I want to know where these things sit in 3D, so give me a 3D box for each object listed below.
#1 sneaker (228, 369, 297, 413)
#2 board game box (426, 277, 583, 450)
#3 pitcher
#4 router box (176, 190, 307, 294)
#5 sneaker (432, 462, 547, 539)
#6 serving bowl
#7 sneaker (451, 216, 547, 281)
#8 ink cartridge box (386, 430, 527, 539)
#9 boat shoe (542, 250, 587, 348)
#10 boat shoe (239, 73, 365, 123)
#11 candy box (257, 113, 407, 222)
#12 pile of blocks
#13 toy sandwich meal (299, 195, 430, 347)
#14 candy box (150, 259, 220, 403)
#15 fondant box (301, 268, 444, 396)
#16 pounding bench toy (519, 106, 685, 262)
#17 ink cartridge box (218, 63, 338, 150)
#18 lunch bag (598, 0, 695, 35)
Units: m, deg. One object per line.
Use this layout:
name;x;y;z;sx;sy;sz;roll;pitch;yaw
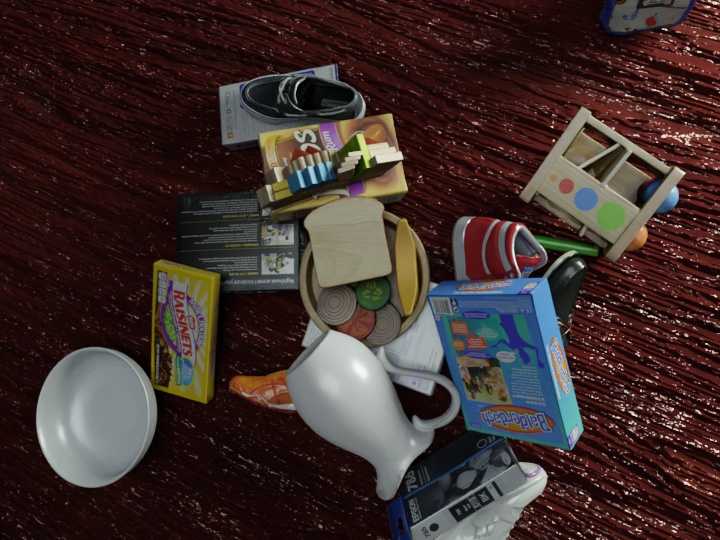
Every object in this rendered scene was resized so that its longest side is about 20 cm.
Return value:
sneaker;-0.092;0.169;0.842;0.195;0.073;0.079;6;74;4
board game box;0.176;0.111;0.714;0.150;0.045;0.204;-2;112;46
pitcher;0.017;0.160;0.745;0.172;0.121;0.200;-44;95;-4
router box;-0.180;-0.042;0.881;0.195;0.051;0.153;-1;84;10
sneaker;0.169;0.331;0.772;0.198;0.075;0.100;-36;98;6
serving bowl;-0.393;0.219;0.891;0.195;0.066;0.205;-1;85;13
sneaker;0.183;0.031;0.745;0.111;0.071;0.205;6;114;48
ink cartridge box;0.113;0.284;0.763;0.198;0.100;0.039;-35;111;6
boat shoe;0.241;0.072;0.732;0.063;0.072;0.205;45;131;42
boat shoe;-0.092;-0.252;0.843;0.196;0.068;0.073;13;87;13
candy box;-0.040;-0.146;0.833;0.195;0.056;0.120;-11;82;-8
pile of blocks;-0.046;-0.143;0.761;0.196;0.082;0.063;-19;85;-9
toy sandwich meal;0.000;0.000;0.770;0.200;0.070;0.211;-1;85;11
candy box;-0.263;0.092;0.865;0.100;0.026;0.205;11;108;11
fondant box;0.032;0.071;0.824;0.196;0.058;0.147;19;88;12
pounding bench toy;0.288;-0.074;0.748;0.155;0.124;0.202;37;110;12
ink cartridge box;-0.123;-0.252;0.901;0.195;0.037;0.097;-7;82;13
lunch bag;0.406;-0.409;0.740;0.198;0.170;0.125;-34;74;5
